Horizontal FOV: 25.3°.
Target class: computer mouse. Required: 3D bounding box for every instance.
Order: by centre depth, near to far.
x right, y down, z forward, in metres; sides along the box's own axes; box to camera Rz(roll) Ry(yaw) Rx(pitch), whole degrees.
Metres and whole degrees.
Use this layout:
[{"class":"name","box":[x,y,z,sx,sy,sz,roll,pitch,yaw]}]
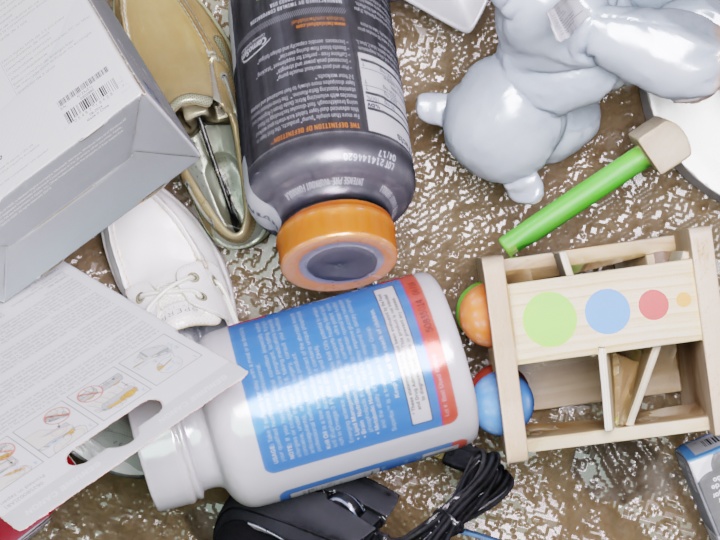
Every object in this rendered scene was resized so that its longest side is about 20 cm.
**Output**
[{"class":"computer mouse","box":[-0.002,0.135,1.017,0.140,0.200,0.046,-36,114,-35]}]

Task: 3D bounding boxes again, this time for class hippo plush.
[{"class":"hippo plush","box":[0.129,-0.113,0.982,0.159,0.200,0.161,38,128,15]}]

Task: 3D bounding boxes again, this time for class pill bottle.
[{"class":"pill bottle","box":[-0.038,0.079,0.974,0.200,0.112,0.112,-15,90,-6]},{"class":"pill bottle","box":[-0.023,-0.089,0.991,0.106,0.106,0.200,-8,62,2]}]

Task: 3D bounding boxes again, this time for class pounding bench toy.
[{"class":"pounding bench toy","box":[0.137,0.009,1.014,0.156,0.124,0.200,-7,90,3]}]

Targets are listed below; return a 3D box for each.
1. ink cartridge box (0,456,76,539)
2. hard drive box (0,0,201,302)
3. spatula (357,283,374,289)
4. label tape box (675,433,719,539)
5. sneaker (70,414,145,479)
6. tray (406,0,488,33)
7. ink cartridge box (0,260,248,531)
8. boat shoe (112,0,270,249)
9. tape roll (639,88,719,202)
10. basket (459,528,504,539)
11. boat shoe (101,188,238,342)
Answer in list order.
[{"class":"ink cartridge box","box":[-0.303,0.119,1.020,0.176,0.084,0.200,-42,88,28]},{"class":"hard drive box","box":[-0.214,-0.107,1.001,0.156,0.077,0.200,-35,54,4]},{"class":"spatula","box":[0.000,0.000,1.070,0.056,0.021,0.200,-14,92,15]},{"class":"label tape box","box":[0.310,0.184,1.038,0.143,0.066,0.200,-23,88,3]},{"class":"sneaker","box":[-0.195,0.053,1.056,0.200,0.076,0.092,41,86,0]},{"class":"tray","box":[0.064,-0.262,1.011,0.107,0.022,0.200,25,89,-23]},{"class":"ink cartridge box","box":[-0.182,0.078,0.924,0.162,0.057,0.200,-35,45,-30]},{"class":"boat shoe","box":[-0.108,-0.110,1.047,0.072,0.076,0.200,-27,88,4]},{"class":"tape roll","box":[0.283,-0.135,1.052,0.202,0.037,0.203,0,90,2]},{"class":"basket","box":[0.113,0.262,1.002,0.200,0.139,0.177,13,89,-18]},{"class":"boat shoe","box":[-0.113,0.030,1.051,0.071,0.069,0.200,-27,89,2]}]
